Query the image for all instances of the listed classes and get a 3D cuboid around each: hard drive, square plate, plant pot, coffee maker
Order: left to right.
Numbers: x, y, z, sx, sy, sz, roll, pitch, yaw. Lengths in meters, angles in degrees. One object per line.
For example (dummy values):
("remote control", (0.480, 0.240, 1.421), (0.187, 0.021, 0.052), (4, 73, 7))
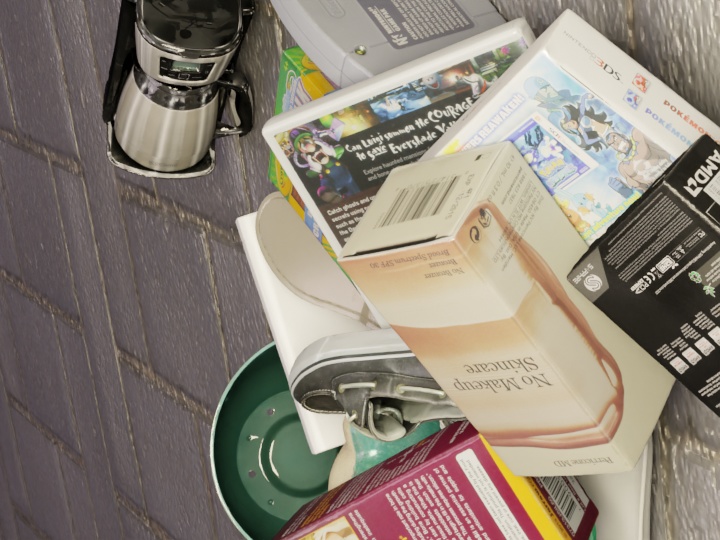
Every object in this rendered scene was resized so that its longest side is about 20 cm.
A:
("coffee maker", (-0.180, -0.215, 1.511), (0.192, 0.135, 0.200), (61, 151, 25))
("plant pot", (-0.037, 0.156, 1.399), (0.161, 0.200, 0.201), (143, 108, -77))
("hard drive", (-0.008, 0.034, 1.324), (0.027, 0.132, 0.200), (145, 107, -77))
("square plate", (0.154, 0.157, 1.197), (0.198, 0.028, 0.200), (32, 133, 53))

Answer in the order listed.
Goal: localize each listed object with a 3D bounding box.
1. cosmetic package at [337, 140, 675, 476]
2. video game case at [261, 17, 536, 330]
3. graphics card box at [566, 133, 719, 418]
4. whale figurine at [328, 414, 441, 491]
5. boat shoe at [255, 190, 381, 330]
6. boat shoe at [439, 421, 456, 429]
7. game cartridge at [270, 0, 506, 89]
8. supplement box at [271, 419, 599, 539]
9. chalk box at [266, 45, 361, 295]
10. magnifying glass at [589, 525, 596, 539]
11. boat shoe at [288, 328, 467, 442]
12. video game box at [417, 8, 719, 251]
("cosmetic package", (0.092, 0.028, 0.982), (0.103, 0.087, 0.200), (-12, 127, 46))
("video game case", (0.060, -0.054, 1.073), (0.200, 0.023, 0.182), (-18, 115, 30))
("graphics card box", (0.220, 0.032, 0.883), (0.200, 0.051, 0.125), (41, 149, 4))
("whale figurine", (0.053, 0.135, 1.249), (0.104, 0.159, 0.200), (2, 71, 40))
("boat shoe", (0.000, 0.000, 1.260), (0.200, 0.063, 0.073), (32, 107, 33))
("boat shoe", (0.088, 0.095, 1.180), (0.072, 0.068, 0.200), (27, 128, 57))
("game cartridge", (0.011, -0.193, 1.150), (0.200, 0.133, 0.041), (56, 149, 32))
("supplement box", (0.049, 0.182, 1.128), (0.200, 0.086, 0.110), (-31, 94, 23))
("chalk box", (0.010, -0.100, 1.216), (0.200, 0.124, 0.124), (50, 145, 39))
("magnifying glass", (0.123, 0.135, 1.146), (0.080, 0.022, 0.200), (-1, 103, 18))
("boat shoe", (0.015, 0.084, 1.138), (0.200, 0.072, 0.071), (-18, 56, 49))
("video game box", (0.137, -0.041, 0.974), (0.182, 0.047, 0.200), (35, 147, -8))
